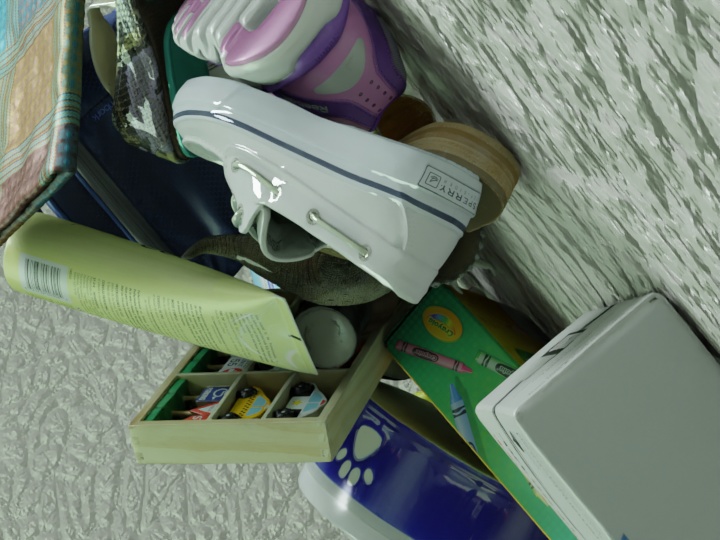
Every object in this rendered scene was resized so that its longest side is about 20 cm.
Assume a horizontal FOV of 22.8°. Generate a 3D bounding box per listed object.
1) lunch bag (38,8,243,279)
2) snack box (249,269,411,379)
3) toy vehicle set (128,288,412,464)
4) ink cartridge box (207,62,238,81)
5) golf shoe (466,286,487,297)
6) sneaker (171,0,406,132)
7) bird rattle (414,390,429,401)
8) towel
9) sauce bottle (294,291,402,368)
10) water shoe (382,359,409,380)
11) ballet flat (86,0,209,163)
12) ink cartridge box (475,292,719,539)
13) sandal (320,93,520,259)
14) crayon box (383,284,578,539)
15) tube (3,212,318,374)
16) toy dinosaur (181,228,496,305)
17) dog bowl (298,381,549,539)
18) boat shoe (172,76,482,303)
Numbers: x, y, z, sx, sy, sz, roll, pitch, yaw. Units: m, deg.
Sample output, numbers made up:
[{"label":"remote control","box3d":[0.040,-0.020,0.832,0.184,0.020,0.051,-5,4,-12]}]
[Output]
[{"label":"lunch bag","box3d":[-0.146,-0.055,1.165,0.200,0.132,0.136,51,179,-13]},{"label":"snack box","box3d":[-0.004,0.022,1.368,0.200,0.037,0.117,9,-121,-53]},{"label":"toy vehicle set","box3d":[-0.049,0.061,1.112,0.200,0.124,0.027,-56,-41,-62]},{"label":"ink cartridge box","box3d":[-0.086,-0.153,1.097,0.200,0.084,0.144,53,178,-28]},{"label":"golf shoe","box3d":[0.108,0.076,1.319,0.200,0.075,0.092,54,-164,-63]},{"label":"sneaker","box3d":[-0.031,-0.116,0.883,0.088,0.081,0.200,34,-173,-24]},{"label":"bird rattle","box3d":[0.127,0.160,1.476,0.200,0.113,0.163,50,-179,11]},{"label":"towel","box3d":[-0.196,-0.118,1.037,0.022,0.147,0.201,14,-119,-29]},{"label":"sauce bottle","box3d":[0.000,0.000,1.118,0.065,0.065,0.200,51,-154,-8]},{"label":"water shoe","box3d":[0.020,0.025,1.265,0.071,0.079,0.200,8,-170,13]},{"label":"ballet flat","box3d":[-0.120,-0.152,0.966,0.072,0.072,0.201,47,145,49]},{"label":"ink cartridge box","box3d":[0.133,0.094,0.812,0.146,0.084,0.200,50,177,3]},{"label":"sandal","box3d":[0.024,-0.056,0.896,0.078,0.070,0.211,36,160,-19]},{"label":"crayon box","box3d":[0.116,0.099,1.096,0.200,0.058,0.119,49,-164,33]},{"label":"tube","box3d":[-0.117,0.013,1.048,0.199,0.052,0.058,16,-169,27]},{"label":"toy dinosaur","box3d":[-0.001,-0.023,1.012,0.077,0.199,0.103,-26,83,54]},{"label":"dog bowl","box3d":[0.063,0.152,1.174,0.199,0.079,0.200,28,-176,-2]},{"label":"boat shoe","box3d":[-0.032,-0.038,0.809,0.073,0.067,0.200,28,176,-39]}]
